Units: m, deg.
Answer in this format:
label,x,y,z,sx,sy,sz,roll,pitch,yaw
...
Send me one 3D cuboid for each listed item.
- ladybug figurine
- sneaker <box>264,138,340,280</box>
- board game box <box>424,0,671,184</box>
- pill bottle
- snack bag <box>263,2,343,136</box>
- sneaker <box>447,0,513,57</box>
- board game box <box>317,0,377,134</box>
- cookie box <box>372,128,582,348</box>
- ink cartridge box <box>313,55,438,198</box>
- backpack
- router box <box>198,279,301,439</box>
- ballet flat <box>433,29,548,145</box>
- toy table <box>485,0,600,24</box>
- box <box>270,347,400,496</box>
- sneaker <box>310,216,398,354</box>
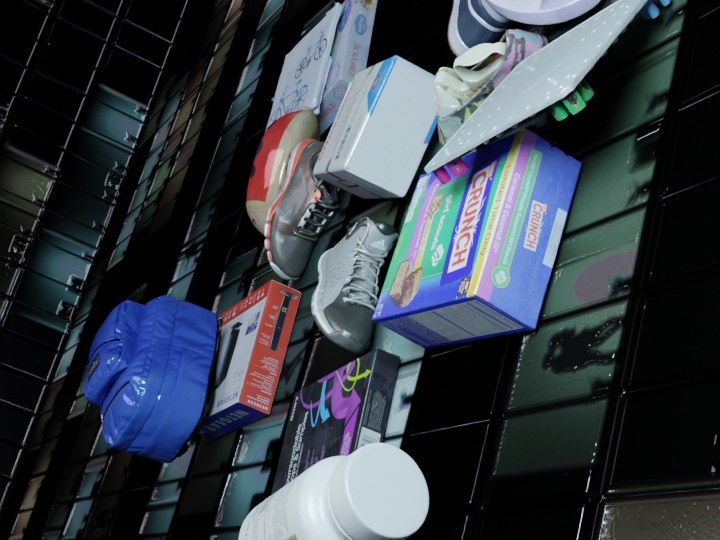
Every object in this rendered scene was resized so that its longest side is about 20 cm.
label,x,y,z,sx,sy,sz,roll,pitch,yaw
ladybug figurine,-0.113,-0.142,1.788,0.136,0.071,0.201,52,-126,-75
sneaker,-0.071,-0.085,1.695,0.082,0.077,0.201,5,82,47
board game box,0.171,-0.170,1.130,0.200,0.026,0.200,-26,19,52
pill bottle,-0.025,0.240,1.172,0.200,0.114,0.115,-42,31,47
snack bag,-0.090,-0.291,1.914,0.188,0.021,0.201,-33,40,54
sneaker,0.151,-0.347,1.437,0.109,0.070,0.201,134,145,-52
board game box,-0.050,-0.305,1.919,0.199,0.041,0.201,-42,32,47
cookie box,0.108,-0.024,1.189,0.200,0.075,0.172,-18,49,62
ink cartridge box,0.022,-0.169,1.509,0.147,0.084,0.200,-66,12,-2
backpack,-0.290,0.156,1.698,0.201,0.167,0.163,-94,28,-44
router box,-0.164,0.127,1.719,0.200,0.049,0.181,-32,39,56
ballet flat,0.124,-0.205,1.350,0.200,0.071,0.070,-37,36,52
toy table,0.161,-0.342,1.263,0.184,0.117,0.200,-51,42,-7
box,-0.032,0.179,1.364,0.200,0.036,0.144,-36,36,55
sneaker,0.000,0.000,1.430,0.116,0.075,0.200,-53,23,24
